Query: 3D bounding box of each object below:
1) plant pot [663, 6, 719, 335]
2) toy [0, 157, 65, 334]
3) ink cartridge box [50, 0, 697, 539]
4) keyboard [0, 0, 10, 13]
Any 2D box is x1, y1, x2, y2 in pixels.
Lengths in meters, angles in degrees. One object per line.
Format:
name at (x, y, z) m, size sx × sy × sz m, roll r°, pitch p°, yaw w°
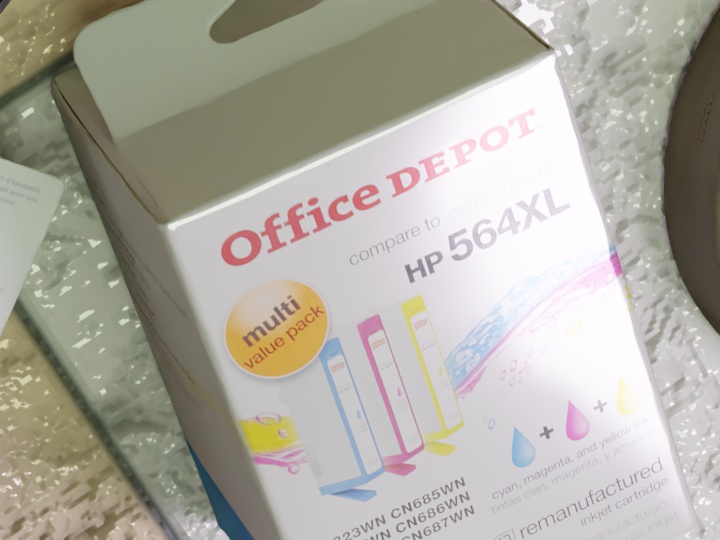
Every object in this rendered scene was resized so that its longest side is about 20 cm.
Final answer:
plant pot at (0.224, -0.016, 0.958) m, size 0.200 × 0.174 × 0.200 m, roll -8°, pitch 114°, yaw -18°
toy at (-0.184, 0.038, 0.892) m, size 0.115 × 0.047 × 0.200 m, roll 19°, pitch 102°, yaw -30°
ink cartridge box at (0.000, 0.000, 0.903) m, size 0.128 × 0.125 × 0.200 m, roll -25°, pitch 120°, yaw -10°
keyboard at (-0.150, -0.088, 0.815) m, size 0.200 × 0.127 × 0.021 m, roll -50°, pitch 163°, yaw 2°
